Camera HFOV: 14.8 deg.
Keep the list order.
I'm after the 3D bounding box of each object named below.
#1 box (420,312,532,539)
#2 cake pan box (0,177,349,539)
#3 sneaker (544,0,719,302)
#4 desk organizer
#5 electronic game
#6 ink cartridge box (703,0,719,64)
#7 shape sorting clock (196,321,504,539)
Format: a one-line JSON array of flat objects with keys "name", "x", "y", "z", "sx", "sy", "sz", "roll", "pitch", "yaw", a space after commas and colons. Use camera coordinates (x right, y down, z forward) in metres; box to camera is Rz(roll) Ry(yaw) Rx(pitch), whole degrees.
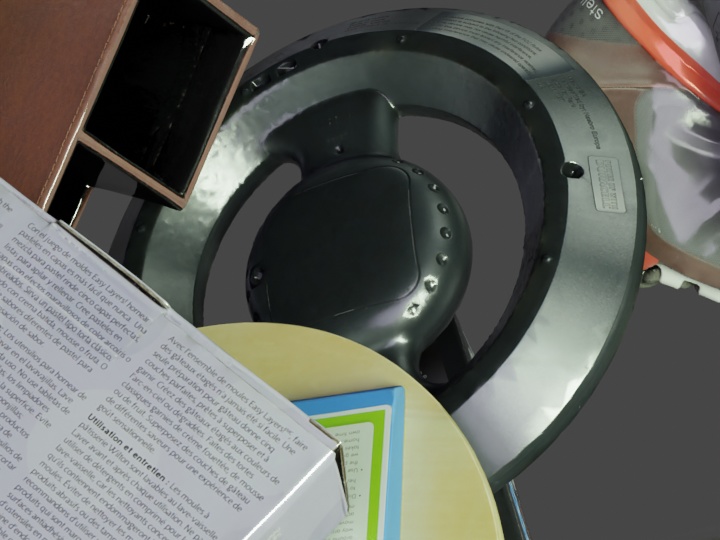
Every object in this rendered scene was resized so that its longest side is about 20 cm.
[{"name": "box", "x": -0.037, "y": 0.122, "z": 0.902, "sx": 0.200, "sy": 0.050, "sz": 0.199, "roll": -20, "pitch": 48, "yaw": 3}, {"name": "cake pan box", "x": -0.129, "y": 0.070, "z": 0.806, "sx": 0.200, "sy": 0.052, "sz": 0.184, "roll": 36, "pitch": 72, "yaw": 22}, {"name": "sneaker", "x": 0.129, "y": -0.014, "z": 0.941, "sx": 0.082, "sy": 0.077, "sz": 0.200, "roll": -41, "pitch": 76, "yaw": 13}, {"name": "desk organizer", "x": -0.116, "y": -0.012, "z": 0.924, "sx": 0.077, "sy": 0.072, "sz": 0.200, "roll": 15, "pitch": 78, "yaw": 37}, {"name": "electronic game", "x": 0.000, "y": 0.000, "z": 0.919, "sx": 0.200, "sy": 0.042, "sz": 0.200, "roll": -14, "pitch": 57, "yaw": 22}, {"name": "ink cartridge box", "x": 0.212, "y": -0.099, "z": 0.901, "sx": 0.200, "sy": 0.047, "sz": 0.160, "roll": -9, "pitch": 69, "yaw": -6}, {"name": "shape sorting clock", "x": -0.049, "y": 0.109, "z": 0.843, "sx": 0.200, "sy": 0.039, "sz": 0.200, "roll": -12, "pitch": 56, "yaw": 19}]
